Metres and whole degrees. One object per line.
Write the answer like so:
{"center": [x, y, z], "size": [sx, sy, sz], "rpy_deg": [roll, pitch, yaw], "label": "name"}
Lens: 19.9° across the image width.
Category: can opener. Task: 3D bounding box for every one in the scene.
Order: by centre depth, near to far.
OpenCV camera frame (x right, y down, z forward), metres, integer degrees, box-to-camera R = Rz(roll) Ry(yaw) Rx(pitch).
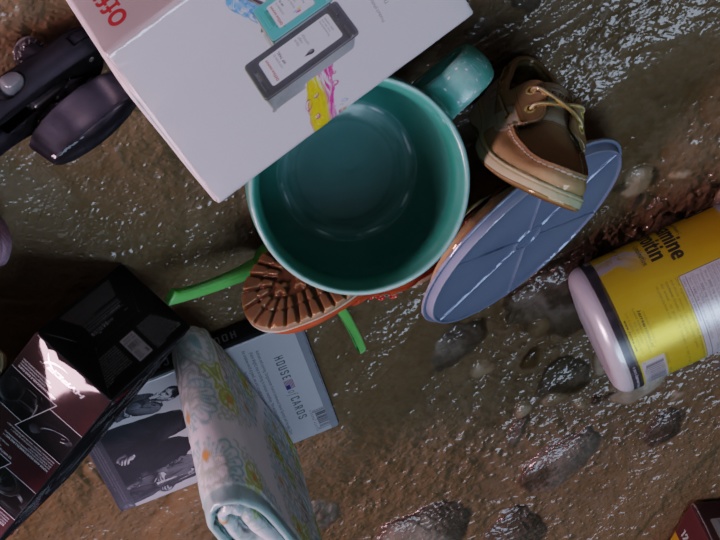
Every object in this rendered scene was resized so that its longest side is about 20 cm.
{"center": [-0.242, -0.090, 1.326], "size": [0.199, 0.079, 0.064], "rpy_deg": [-33, 145, -18], "label": "can opener"}

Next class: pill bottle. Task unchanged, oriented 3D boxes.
{"center": [0.280, 0.012, 1.685], "size": [0.199, 0.112, 0.112], "rpy_deg": [-24, 140, 0], "label": "pill bottle"}

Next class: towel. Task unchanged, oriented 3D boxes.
{"center": [-0.085, 0.160, 1.589], "size": [0.048, 0.172, 0.200], "rpy_deg": [-25, 140, 6], "label": "towel"}

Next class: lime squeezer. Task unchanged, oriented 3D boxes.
{"center": [-0.053, 0.016, 1.575], "size": [0.199, 0.038, 0.071], "rpy_deg": [16, 94, -41], "label": "lime squeezer"}

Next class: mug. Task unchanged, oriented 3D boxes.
{"center": [0.010, -0.069, 1.439], "size": [0.183, 0.114, 0.153], "rpy_deg": [-11, 99, -4], "label": "mug"}

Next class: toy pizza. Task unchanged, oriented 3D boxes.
{"center": [0.119, -0.035, 1.575], "size": [0.200, 0.032, 0.200], "rpy_deg": [-36, 162, -14], "label": "toy pizza"}

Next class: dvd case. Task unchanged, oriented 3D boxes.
{"center": [-0.127, 0.114, 1.669], "size": [0.199, 0.025, 0.151], "rpy_deg": [-22, 140, -3], "label": "dvd case"}

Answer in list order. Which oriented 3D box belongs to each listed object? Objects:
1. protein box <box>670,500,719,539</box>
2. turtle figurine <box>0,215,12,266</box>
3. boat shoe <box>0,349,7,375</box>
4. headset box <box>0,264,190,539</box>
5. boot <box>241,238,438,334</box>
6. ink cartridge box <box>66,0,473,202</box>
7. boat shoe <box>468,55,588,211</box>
{"center": [0.410, 0.343, 2.088], "size": [0.198, 0.135, 0.199], "rpy_deg": [-2, 136, -24], "label": "protein box"}
{"center": [-0.340, -0.007, 1.384], "size": [0.199, 0.101, 0.150], "rpy_deg": [11, 133, -44], "label": "turtle figurine"}
{"center": [-0.336, 0.091, 1.471], "size": [0.199, 0.074, 0.062], "rpy_deg": [-13, 178, 38], "label": "boat shoe"}
{"center": [-0.231, 0.109, 1.512], "size": [0.077, 0.149, 0.200], "rpy_deg": [42, 117, 1], "label": "headset box"}
{"center": [0.000, 0.000, 1.544], "size": [0.199, 0.075, 0.108], "rpy_deg": [-33, 152, -17], "label": "boot"}
{"center": [-0.068, -0.179, 1.253], "size": [0.199, 0.147, 0.146], "rpy_deg": [-36, 135, 0], "label": "ink cartridge box"}
{"center": [0.122, -0.102, 1.435], "size": [0.074, 0.200, 0.067], "rpy_deg": [22, 107, -18], "label": "boat shoe"}
